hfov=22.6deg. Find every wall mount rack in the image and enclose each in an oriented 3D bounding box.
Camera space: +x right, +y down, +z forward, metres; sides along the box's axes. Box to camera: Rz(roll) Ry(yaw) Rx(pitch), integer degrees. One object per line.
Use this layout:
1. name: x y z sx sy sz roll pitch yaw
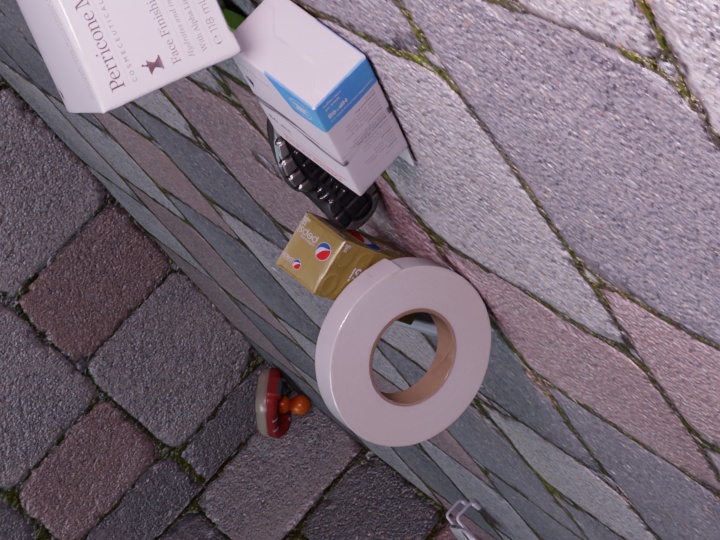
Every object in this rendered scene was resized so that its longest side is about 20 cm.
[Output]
1. wall mount rack: 0.250 0.527 3.534 0.174 0.075 0.200 47 171 -2

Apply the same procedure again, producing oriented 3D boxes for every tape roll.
1. tape roll: 0.047 0.085 1.894 0.203 0.203 0.037 48 170 -33

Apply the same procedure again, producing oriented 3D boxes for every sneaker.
1. sneaker: -0.054 -0.111 1.815 0.079 0.075 0.200 39 170 37

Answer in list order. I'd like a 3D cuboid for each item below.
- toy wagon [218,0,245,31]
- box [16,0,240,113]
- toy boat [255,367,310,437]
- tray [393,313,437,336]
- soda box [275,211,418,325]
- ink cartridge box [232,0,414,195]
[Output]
1. toy wagon: -0.177 -0.249 1.727 0.199 0.040 0.155 19 164 17
2. box: -0.217 -0.246 1.519 0.200 0.130 0.200 66 166 -12
3. toy boat: -0.187 0.329 4.414 0.130 0.131 0.200 4 149 3
4. tray: 0.031 0.039 2.085 0.107 0.022 0.199 37 -168 35
5. soda box: 0.000 0.000 1.917 0.064 0.068 0.200 38 -170 34
6. ink cartridge box: -0.031 -0.143 1.582 0.116 0.067 0.200 38 170 27
